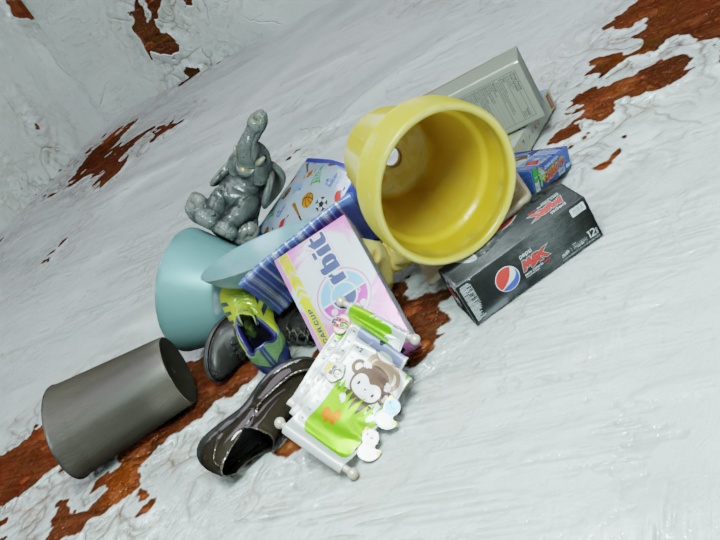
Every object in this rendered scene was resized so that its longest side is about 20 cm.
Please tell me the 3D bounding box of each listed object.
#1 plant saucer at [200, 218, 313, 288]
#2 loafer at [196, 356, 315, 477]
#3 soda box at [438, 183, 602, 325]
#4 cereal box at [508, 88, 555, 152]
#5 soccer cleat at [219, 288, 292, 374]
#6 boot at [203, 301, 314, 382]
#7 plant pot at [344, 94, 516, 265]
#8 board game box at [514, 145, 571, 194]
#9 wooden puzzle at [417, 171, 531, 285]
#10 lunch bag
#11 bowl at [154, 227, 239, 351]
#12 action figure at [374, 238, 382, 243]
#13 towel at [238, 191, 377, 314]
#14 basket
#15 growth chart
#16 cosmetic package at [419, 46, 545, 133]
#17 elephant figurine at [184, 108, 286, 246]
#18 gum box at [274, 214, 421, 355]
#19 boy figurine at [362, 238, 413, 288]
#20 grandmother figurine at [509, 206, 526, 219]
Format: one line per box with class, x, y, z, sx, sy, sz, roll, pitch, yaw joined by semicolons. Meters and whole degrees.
plant saucer;-0.138;-0.016;1.368;0.198;0.039;0.201;-23;16;7
loafer;-0.117;0.196;1.194;0.200;0.073;0.071;-44;35;-7
soda box;0.201;-0.022;1.178;0.199;0.064;0.071;-35;25;-1
cereal box;0.222;-0.212;1.517;0.143;0.040;0.201;-9;35;43
soccer cleat;-0.158;0.068;1.333;0.064;0.084;0.201;-36;46;-2
boot;-0.131;0.090;1.395;0.172;0.070;0.201;5;52;43
plant pot;0.071;-0.131;1.203;0.200;0.202;0.189;-37;29;-7
board game box;0.188;-0.137;1.352;0.198;0.035;0.135;-3;19;37
wooden puzzle;0.129;-0.103;1.285;0.185;0.037;0.202;-42;49;20
lunch bag;-0.064;-0.086;1.513;0.171;0.123;0.200;-58;20;-7
bowl;-0.232;0.034;1.504;0.103;0.203;0.202;3;39;22
action figure;0.029;-0.060;1.443;0.130;0.069;0.200;-38;9;41
towel;-0.065;-0.020;1.297;0.199;0.145;0.024;-39;66;2
basket;-0.361;0.197;1.416;0.198;0.137;0.181;-29;29;4
growth chart;-0.010;0.137;1.108;0.143;0.018;0.202;19;66;24
cosmetic package;0.181;-0.256;1.474;0.198;0.104;0.073;-24;26;20
elephant figurine;-0.184;-0.146;1.520;0.154;0.141;0.202;19;82;57
gum box;-0.015;0.046;1.207;0.113;0.066;0.202;-32;66;6
boy figurine;0.000;0.000;1.318;0.199;0.125;0.064;-34;37;-11
grandmother figurine;0.155;-0.072;1.334;0.121;0.061;0.199;-37;26;-27
